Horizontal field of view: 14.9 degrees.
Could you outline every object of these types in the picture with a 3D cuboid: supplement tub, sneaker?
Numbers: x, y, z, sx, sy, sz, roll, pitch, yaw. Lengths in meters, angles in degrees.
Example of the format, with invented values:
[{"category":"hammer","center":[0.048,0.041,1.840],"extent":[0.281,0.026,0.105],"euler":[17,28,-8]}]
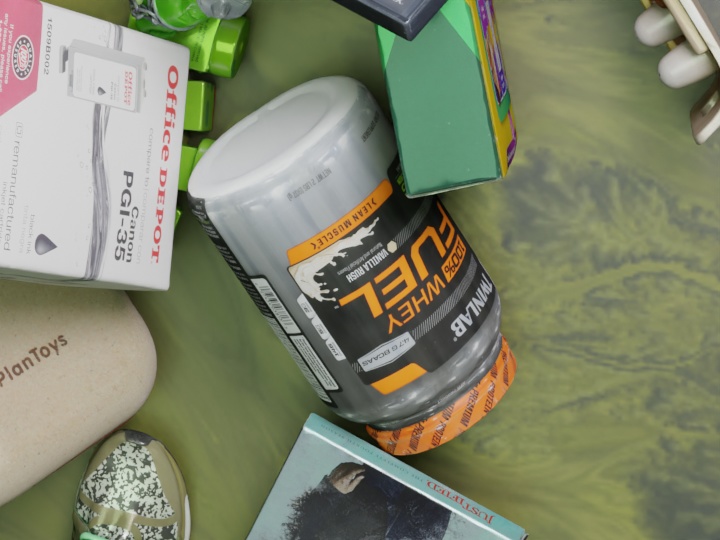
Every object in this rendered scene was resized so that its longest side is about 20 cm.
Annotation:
[{"category":"supplement tub","center":[0.000,0.000,1.572],"extent":[0.122,0.123,0.200],"euler":[-31,112,10]},{"category":"sneaker","center":[-0.155,0.196,1.652],"extent":[0.076,0.089,0.201],"euler":[15,100,5]}]

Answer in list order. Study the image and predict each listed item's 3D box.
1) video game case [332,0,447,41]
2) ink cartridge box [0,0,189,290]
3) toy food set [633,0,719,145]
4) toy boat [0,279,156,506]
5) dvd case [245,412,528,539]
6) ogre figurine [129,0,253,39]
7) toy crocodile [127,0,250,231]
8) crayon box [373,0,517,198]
[{"category":"video game case","center":[0.030,-0.218,1.403],"extent":[0.142,0.019,0.200],"euler":[30,68,27]},{"category":"ink cartridge box","center":[-0.181,-0.069,1.497],"extent":[0.082,0.200,0.148],"euler":[4,87,28]},{"category":"toy food set","center":[0.142,-0.166,1.532],"extent":[0.060,0.144,0.201],"euler":[-30,94,10]},{"category":"toy boat","center":[-0.227,0.069,1.628],"extent":[0.200,0.131,0.131],"euler":[-34,95,-32]},{"category":"dvd case","center":[-0.007,0.195,1.635],"extent":[0.145,0.022,0.201],"euler":[29,123,2]},{"category":"ogre figurine","center":[-0.056,-0.214,1.523],"extent":[0.200,0.120,0.098],"euler":[-42,114,-4]},{"category":"toy crocodile","center":[-0.105,-0.103,1.620],"extent":[0.067,0.062,0.201],"euler":[11,95,6]},{"category":"crayon box","center":[0.042,-0.141,1.518],"extent":[0.058,0.200,0.174],"euler":[-11,97,7]}]
